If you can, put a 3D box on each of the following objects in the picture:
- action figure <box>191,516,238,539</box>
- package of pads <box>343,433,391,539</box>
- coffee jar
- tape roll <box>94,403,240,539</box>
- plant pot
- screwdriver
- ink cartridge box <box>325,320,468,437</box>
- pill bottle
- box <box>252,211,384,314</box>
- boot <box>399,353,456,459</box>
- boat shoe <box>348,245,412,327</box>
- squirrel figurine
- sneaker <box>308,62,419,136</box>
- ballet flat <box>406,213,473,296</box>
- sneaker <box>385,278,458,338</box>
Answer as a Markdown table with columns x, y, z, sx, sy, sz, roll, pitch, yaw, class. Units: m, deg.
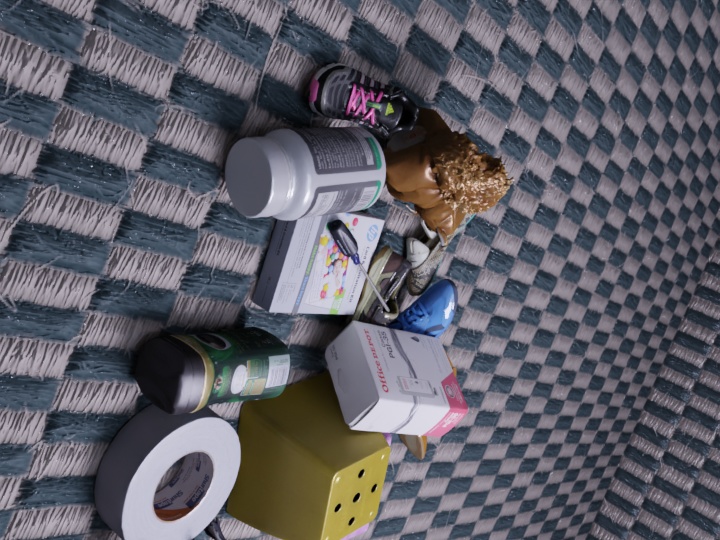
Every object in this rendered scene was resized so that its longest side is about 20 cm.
| x | y | z | sx | sy | sz | roll | pitch | yaw | class |
| --- | --- | --- | --- | --- | --- | --- | --- | --- | --- |
| -0.236 | 0.423 | 1.238 | 0.118 | 0.102 | 0.202 | -35 | 154 | -27 | action figure |
| -0.019 | 0.372 | 1.511 | 0.119 | 0.075 | 0.205 | -7 | 116 | -49 | package of pads |
| -0.190 | 0.128 | 1.114 | 0.198 | 0.103 | 0.087 | -1 | 109 | -51 | coffee jar |
| -0.255 | 0.275 | 1.152 | 0.199 | 0.065 | 0.204 | -30 | 132 | -40 | tape roll |
| -0.066 | 0.305 | 1.322 | 0.198 | 0.174 | 0.205 | -14 | 122 | -48 | plant pot |
| 0.000 | 0.000 | 1.266 | 0.028 | 0.028 | 0.202 | -16 | 133 | 11 | screwdriver |
| 0.057 | 0.174 | 1.349 | 0.197 | 0.149 | 0.083 | 14 | 133 | -40 | ink cartridge box |
| -0.069 | -0.126 | 1.103 | 0.198 | 0.112 | 0.116 | -11 | 120 | -46 | pill bottle |
| -0.058 | -0.016 | 1.253 | 0.198 | 0.041 | 0.159 | 6 | 106 | -55 | box |
| 0.134 | 0.252 | 1.640 | 0.143 | 0.070 | 0.204 | -37 | 132 | -29 | boot |
| 0.029 | 0.060 | 1.365 | 0.073 | 0.064 | 0.203 | -43 | 155 | -52 | boat shoe |
| 0.124 | -0.125 | 1.283 | 0.142 | 0.197 | 0.188 | -52 | 131 | -27 | squirrel figurine |
| 0.013 | -0.229 | 1.171 | 0.198 | 0.087 | 0.075 | 2 | 110 | -53 | sneaker |
| 0.121 | -0.058 | 1.444 | 0.075 | 0.068 | 0.202 | 36 | 87 | -34 | ballet flat |
| 0.088 | 0.092 | 1.441 | 0.077 | 0.067 | 0.201 | 7 | 133 | -40 | sneaker |
